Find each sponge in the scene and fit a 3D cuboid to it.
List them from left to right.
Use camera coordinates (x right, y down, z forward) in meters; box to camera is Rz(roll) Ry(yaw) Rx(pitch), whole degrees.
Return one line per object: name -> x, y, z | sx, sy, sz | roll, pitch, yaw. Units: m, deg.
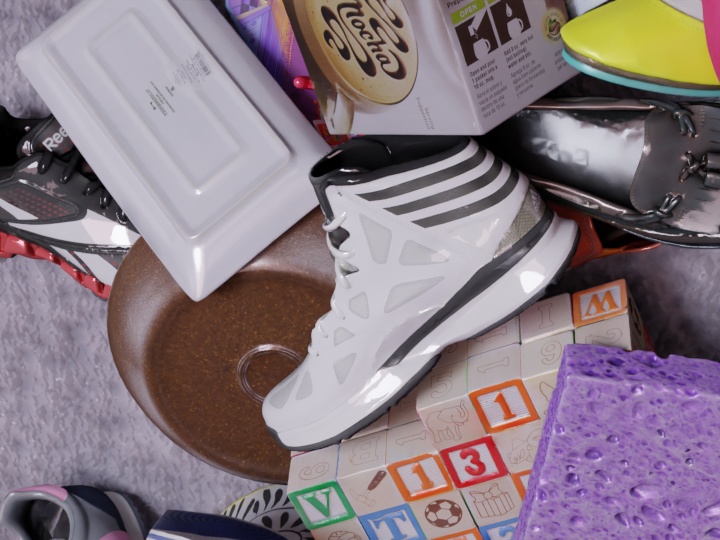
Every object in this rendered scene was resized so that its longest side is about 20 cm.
sponge -> 0.137, 0.127, 0.925 | 0.111, 0.030, 0.201 | 9, 127, -2

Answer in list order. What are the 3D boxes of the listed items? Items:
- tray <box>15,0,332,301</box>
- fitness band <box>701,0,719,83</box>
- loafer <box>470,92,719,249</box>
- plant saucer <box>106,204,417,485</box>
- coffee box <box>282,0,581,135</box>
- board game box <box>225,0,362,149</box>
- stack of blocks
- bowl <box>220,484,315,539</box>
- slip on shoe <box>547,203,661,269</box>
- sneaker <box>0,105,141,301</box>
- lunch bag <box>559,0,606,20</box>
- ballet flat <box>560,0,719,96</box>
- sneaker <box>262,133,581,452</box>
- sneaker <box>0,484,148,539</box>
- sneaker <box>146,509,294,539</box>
tray -> -0.102, -0.088, 0.977 | 0.107, 0.022, 0.200 | -38, 63, -1
fitness band -> 0.216, -0.143, 0.784 | 0.143, 0.037, 0.201 | -17, 124, -14
loafer -> 0.125, -0.051, 0.873 | 0.199, 0.063, 0.073 | 10, 95, 24
plant saucer -> -0.045, 0.049, 1.001 | 0.199, 0.037, 0.202 | 3, 124, 5
coffee box -> 0.013, -0.168, 0.836 | 0.113, 0.080, 0.201 | 7, 123, 49
board game box -> 0.008, -0.127, 0.956 | 0.158, 0.039, 0.201 | -33, 81, 25
stack of blocks -> 0.064, 0.092, 0.961 | 0.199, 0.059, 0.116 | -18, 123, 16
bowl -> -0.034, 0.231, 1.054 | 0.199, 0.094, 0.203 | 5, 105, 19
slip on shoe -> 0.114, -0.034, 0.946 | 0.199, 0.061, 0.075 | -15, 99, 26
sneaker -> -0.148, -0.039, 1.033 | 0.199, 0.071, 0.098 | 19, 132, 17
lunch bag -> 0.125, -0.227, 0.859 | 0.199, 0.127, 0.170 | -30, 94, 16
ballet flat -> 0.185, -0.112, 0.850 | 0.198, 0.067, 0.067 | 8, 116, -24
sneaker -> 0.000, 0.000, 0.903 | 0.200, 0.076, 0.115 | -38, 105, 28
sneaker -> -0.148, 0.191, 1.039 | 0.200, 0.082, 0.071 | 42, 110, 50
sneaker -> -0.032, 0.205, 0.936 | 0.198, 0.081, 0.116 | 20, 94, 5
